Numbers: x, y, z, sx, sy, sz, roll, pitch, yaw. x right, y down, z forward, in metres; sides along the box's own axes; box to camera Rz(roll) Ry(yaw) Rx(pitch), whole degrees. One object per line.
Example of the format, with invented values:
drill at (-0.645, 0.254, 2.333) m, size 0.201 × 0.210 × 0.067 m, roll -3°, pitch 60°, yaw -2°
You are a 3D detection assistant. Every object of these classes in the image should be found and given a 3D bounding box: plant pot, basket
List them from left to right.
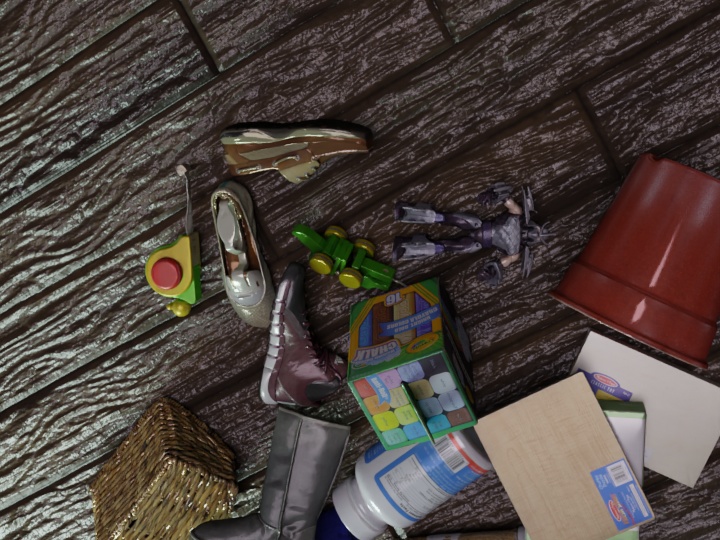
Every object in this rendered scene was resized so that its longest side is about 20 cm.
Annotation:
basket at (-0.262, 0.302, 1.464) m, size 0.142 × 0.149 × 0.200 m, roll 29°, pitch 107°, yaw -29°
plant pot at (0.349, -0.017, 1.227) m, size 0.200 × 0.201 × 0.196 m, roll 26°, pitch 95°, yaw 6°

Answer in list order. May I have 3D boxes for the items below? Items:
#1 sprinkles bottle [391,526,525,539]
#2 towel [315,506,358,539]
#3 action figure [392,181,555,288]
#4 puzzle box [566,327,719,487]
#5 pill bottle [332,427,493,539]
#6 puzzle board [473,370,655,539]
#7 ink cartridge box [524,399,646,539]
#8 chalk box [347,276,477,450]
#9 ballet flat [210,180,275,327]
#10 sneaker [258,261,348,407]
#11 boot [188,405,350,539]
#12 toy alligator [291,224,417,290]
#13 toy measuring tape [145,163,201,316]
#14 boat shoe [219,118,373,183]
sprinkles bottle at (0.139, 0.376, 1.392) m, size 0.199 × 0.068 × 0.069 m, roll -9°, pitch 98°, yaw 13°
towel at (-0.090, 0.408, 1.417) m, size 0.199 × 0.148 × 0.050 m, roll -24°, pitch 127°, yaw 14°
action figure at (0.141, -0.044, 1.319) m, size 0.199 × 0.069 × 0.131 m, roll 1°, pitch 95°, yaw 8°
puzzle box at (0.351, 0.170, 1.335) m, size 0.199 × 0.025 × 0.134 m, roll 25°, pitch 104°, yaw 6°
pill bottle at (0.064, 0.257, 1.365) m, size 0.200 × 0.112 × 0.112 m, roll -37°, pitch 91°, yaw 15°
puzzle board at (0.247, 0.242, 1.301) m, size 0.150 × 0.017 × 0.201 m, roll -27°, pitch 92°, yaw 13°
ink cartridge box at (0.277, 0.262, 1.329) m, size 0.145 × 0.048 × 0.201 m, roll 2°, pitch 100°, yaw 11°
chalk box at (0.062, 0.125, 1.281) m, size 0.123 × 0.200 × 0.125 m, roll -19°, pitch 120°, yaw 14°
ballet flat at (-0.160, -0.015, 1.387) m, size 0.067 × 0.062 × 0.201 m, roll -12°, pitch 98°, yaw 13°
sneaker at (-0.061, 0.089, 1.387) m, size 0.115 × 0.076 × 0.201 m, roll 13°, pitch 113°, yaw 4°
boot at (-0.117, 0.274, 1.368) m, size 0.181 × 0.073 × 0.201 m, roll 10°, pitch 97°, yaw -1°
toy alligator at (0.000, 0.000, 1.367) m, size 0.199 × 0.059 × 0.054 m, roll 26°, pitch 148°, yaw -1°
toy measuring tape at (-0.249, -0.038, 1.398) m, size 0.073 × 0.074 × 0.201 m, roll -1°, pitch 100°, yaw 11°
boat shoe at (-0.080, -0.150, 1.347) m, size 0.199 × 0.076 × 0.074 m, roll 2°, pitch 106°, yaw 19°
